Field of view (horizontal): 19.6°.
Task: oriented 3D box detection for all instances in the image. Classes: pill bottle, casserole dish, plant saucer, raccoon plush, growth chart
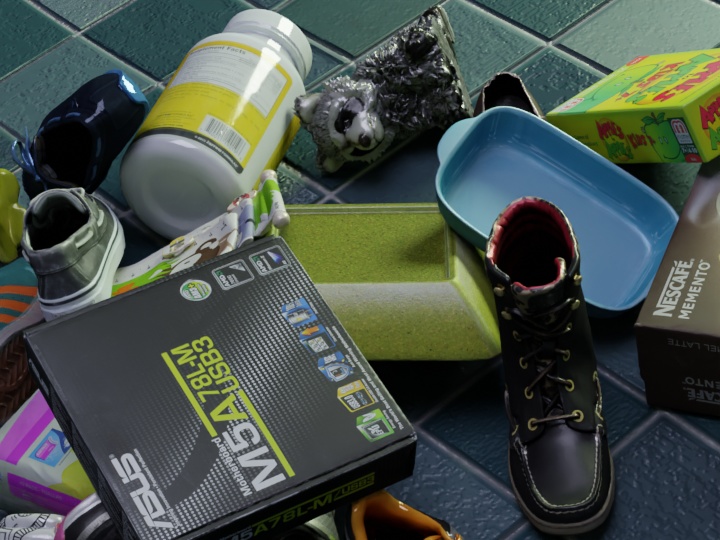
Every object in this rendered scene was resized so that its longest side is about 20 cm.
[{"bbox_3d":[-0.110,-0.122,1.698,0.111,0.112,0.200,6,44,21],"label":"pill bottle"},{"bbox_3d":[0.142,-0.038,1.528,0.199,0.039,0.121,33,57,8],"label":"casserole dish"},{"bbox_3d":[0.000,0.000,1.518,0.198,0.048,0.200,-1,26,1],"label":"plant saucer"},{"bbox_3d":[0.020,-0.146,1.741,0.133,0.097,0.200,-22,10,11],"label":"raccoon plush"},{"bbox_3d":[-0.137,-0.006,1.537,0.199,0.018,0.145,-30,19,-3],"label":"growth chart"}]

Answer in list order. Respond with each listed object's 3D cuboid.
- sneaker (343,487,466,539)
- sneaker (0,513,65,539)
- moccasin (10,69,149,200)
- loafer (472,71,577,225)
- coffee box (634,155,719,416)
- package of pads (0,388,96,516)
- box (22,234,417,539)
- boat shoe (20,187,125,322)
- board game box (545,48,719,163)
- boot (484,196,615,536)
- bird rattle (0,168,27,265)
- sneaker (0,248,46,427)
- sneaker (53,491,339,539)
[{"bbox_3d":[0.059,0.205,1.311,0.199,0.078,0.078,24,52,34],"label":"sneaker"},{"bbox_3d":[-0.182,0.220,1.368,0.200,0.067,0.108,11,49,29],"label":"sneaker"},{"bbox_3d":[-0.238,-0.098,1.659,0.080,0.200,0.068,44,55,1],"label":"moccasin"},{"bbox_3d":[0.121,-0.081,1.618,0.073,0.071,0.201,-16,43,-2],"label":"loafer"},{"bbox_3d":[0.276,0.007,1.469,0.114,0.080,0.200,8,45,24],"label":"coffee box"},{"bbox_3d":[-0.151,0.108,1.484,0.154,0.068,0.200,15,48,30],"label":"package of pads"},{"bbox_3d":[-0.093,0.086,1.352,0.192,0.048,0.200,-19,53,-21],"label":"box"},{"bbox_3d":[-0.215,-0.029,1.553,0.072,0.071,0.200,-16,24,-4],"label":"boat shoe"},{"bbox_3d":[0.236,-0.125,1.585,0.101,0.048,0.200,-32,14,-20],"label":"board game box"},{"bbox_3d":[0.126,0.062,1.395,0.073,0.151,0.201,-6,41,9],"label":"boot"},{"bbox_3d":[-0.373,-0.038,1.693,0.199,0.113,0.164,5,61,25],"label":"bird rattle"},{"bbox_3d":[-0.271,0.050,1.588,0.079,0.072,0.200,6,37,23],"label":"sneaker"},{"bbox_3d":[-0.098,0.182,1.355,0.199,0.074,0.088,-1,41,-25],"label":"sneaker"}]
